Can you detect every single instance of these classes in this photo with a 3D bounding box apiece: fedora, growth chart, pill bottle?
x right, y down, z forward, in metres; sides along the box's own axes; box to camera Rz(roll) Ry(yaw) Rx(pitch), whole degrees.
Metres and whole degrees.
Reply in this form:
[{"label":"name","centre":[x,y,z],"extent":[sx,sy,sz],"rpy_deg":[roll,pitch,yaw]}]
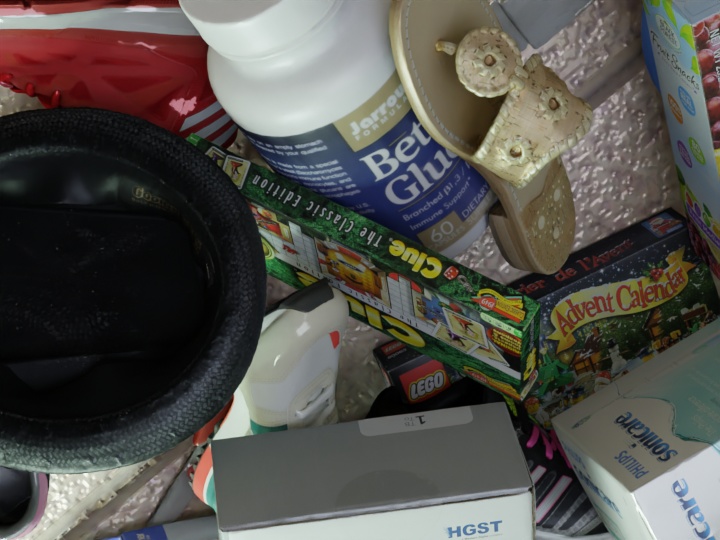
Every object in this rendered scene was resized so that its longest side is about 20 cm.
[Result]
[{"label":"fedora","centre":[-0.141,0.015,1.004],"extent":[0.199,0.092,0.202],"rpy_deg":[-1,78,7]},{"label":"growth chart","centre":[0.124,-0.174,1.042],"extent":[0.200,0.145,0.018],"rpy_deg":[-39,72,-2]},{"label":"pill bottle","centre":[-0.009,-0.094,1.003],"extent":[0.111,0.111,0.200],"rpy_deg":[-39,137,0]}]

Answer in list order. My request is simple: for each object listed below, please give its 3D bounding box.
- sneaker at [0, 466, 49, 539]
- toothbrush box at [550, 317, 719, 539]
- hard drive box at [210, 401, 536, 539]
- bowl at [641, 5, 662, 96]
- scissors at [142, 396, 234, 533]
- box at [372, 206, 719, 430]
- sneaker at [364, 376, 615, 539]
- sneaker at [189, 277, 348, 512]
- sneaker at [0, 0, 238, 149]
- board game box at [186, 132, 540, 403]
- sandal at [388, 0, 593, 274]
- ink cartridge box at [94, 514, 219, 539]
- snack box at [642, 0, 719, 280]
[{"label":"sneaker","centre":[-0.216,0.053,1.047],"extent":[0.070,0.082,0.201],"rpy_deg":[-29,112,-5]},{"label":"toothbrush box","centre":[0.216,0.078,1.026],"extent":[0.199,0.146,0.086],"rpy_deg":[-30,104,-5]},{"label":"hard drive box","centre":[0.011,0.179,1.022],"extent":[0.155,0.077,0.201],"rpy_deg":[-6,121,-4]},{"label":"bowl","centre":[0.252,-0.152,1.100],"extent":[0.199,0.039,0.202],"rpy_deg":[-13,127,-17]},{"label":"scissors","centre":[-0.082,0.107,1.140],"extent":[0.073,0.014,0.201],"rpy_deg":[14,105,-23]},{"label":"box","centre":[0.123,0.068,1.170],"extent":[0.199,0.038,0.137],"rpy_deg":[-25,113,-6]},{"label":"sneaker","centre":[0.086,0.102,1.110],"extent":[0.199,0.074,0.088],"rpy_deg":[2,114,-11]},{"label":"sneaker","centre":[-0.027,0.089,1.051],"extent":[0.070,0.093,0.200],"rpy_deg":[-29,155,-36]},{"label":"sneaker","centre":[-0.150,-0.087,1.021],"extent":[0.199,0.078,0.116],"rpy_deg":[-3,108,-13]},{"label":"board game box","centre":[0.000,0.000,1.024],"extent":[0.199,0.105,0.024],"rpy_deg":[26,74,15]},{"label":"sandal","centre":[0.087,-0.071,0.983],"extent":[0.078,0.069,0.212],"rpy_deg":[-63,144,-27]},{"label":"ink cartridge box","centre":[-0.066,0.198,1.159],"extent":[0.199,0.042,0.120],"rpy_deg":[-8,115,-11]},{"label":"snack box","centre":[0.249,-0.101,1.064],"extent":[0.168,0.068,0.201],"rpy_deg":[-25,132,-7]}]
